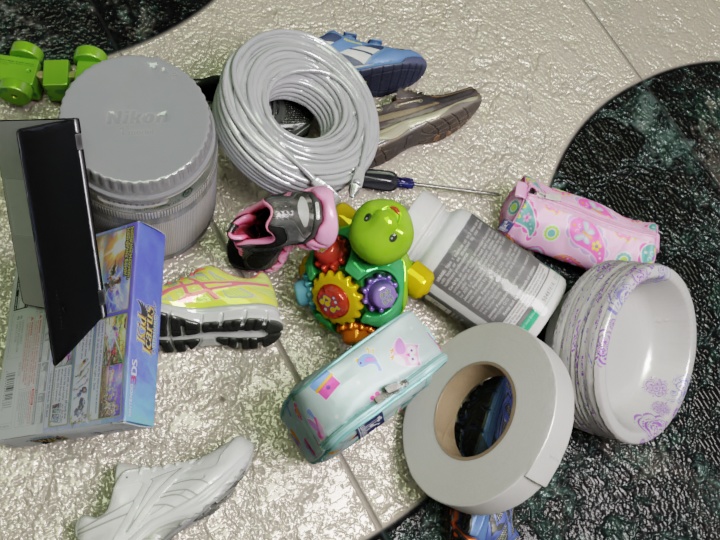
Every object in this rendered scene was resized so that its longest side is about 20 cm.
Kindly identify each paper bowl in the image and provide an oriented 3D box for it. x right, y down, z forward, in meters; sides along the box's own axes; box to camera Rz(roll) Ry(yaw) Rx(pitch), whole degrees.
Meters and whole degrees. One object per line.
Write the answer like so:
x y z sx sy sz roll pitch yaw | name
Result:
0.289 0.089 0.916 0.199 0.104 0.203 -4 97 -38 | paper bowl

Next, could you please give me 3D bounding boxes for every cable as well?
-0.071 -0.178 0.923 0.199 0.069 0.201 32 56 -11 | cable

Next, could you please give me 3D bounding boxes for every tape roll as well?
0.129 0.153 0.840 0.037 0.202 0.204 33 61 -35 | tape roll

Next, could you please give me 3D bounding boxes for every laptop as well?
-0.300 -0.036 0.713 0.116 0.199 0.189 -23 114 -54 | laptop

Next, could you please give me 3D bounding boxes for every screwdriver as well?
0.083 -0.107 1.023 0.198 0.029 0.028 8 67 -13 | screwdriver

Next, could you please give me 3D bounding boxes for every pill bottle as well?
0.129 0.001 0.940 0.199 0.113 0.113 35 66 2 | pill bottle

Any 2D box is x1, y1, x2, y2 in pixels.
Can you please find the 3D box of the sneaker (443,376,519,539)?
0.147 0.214 0.892 0.078 0.075 0.202 19 70 -19 | sneaker

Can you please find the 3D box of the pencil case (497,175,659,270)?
0.273 -0.052 1.007 0.198 0.088 0.088 21 66 -4 | pencil case

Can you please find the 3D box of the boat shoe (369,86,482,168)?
0.066 -0.202 1.028 0.199 0.075 0.074 -25 76 -21 | boat shoe

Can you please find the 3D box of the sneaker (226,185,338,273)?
-0.109 -0.043 0.858 0.095 0.199 0.080 -7 80 -35 | sneaker

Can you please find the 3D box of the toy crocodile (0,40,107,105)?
-0.366 -0.227 0.960 0.198 0.062 0.068 3 68 -6 | toy crocodile

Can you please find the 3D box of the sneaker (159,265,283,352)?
-0.186 0.036 0.889 0.198 0.078 0.091 4 53 -11 | sneaker

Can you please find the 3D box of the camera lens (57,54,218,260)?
-0.234 -0.110 0.859 0.158 0.200 0.161 4 68 -10 | camera lens

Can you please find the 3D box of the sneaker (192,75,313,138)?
-0.150 -0.194 0.972 0.198 0.086 0.081 -4 71 -14 | sneaker

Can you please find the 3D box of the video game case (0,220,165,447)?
-0.283 0.067 0.809 0.180 0.045 0.202 -13 66 27 | video game case

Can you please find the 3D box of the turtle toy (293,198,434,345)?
0.000 0.000 0.876 0.145 0.201 0.101 38 36 9 | turtle toy

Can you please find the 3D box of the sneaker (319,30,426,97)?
-0.010 -0.275 1.042 0.198 0.074 0.083 -5 68 -15 | sneaker

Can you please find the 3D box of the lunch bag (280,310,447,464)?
0.004 0.123 0.817 0.160 0.200 0.077 -30 79 -20 | lunch bag

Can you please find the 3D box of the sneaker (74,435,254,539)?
-0.200 0.221 0.806 0.199 0.078 0.100 -36 76 -23 | sneaker
